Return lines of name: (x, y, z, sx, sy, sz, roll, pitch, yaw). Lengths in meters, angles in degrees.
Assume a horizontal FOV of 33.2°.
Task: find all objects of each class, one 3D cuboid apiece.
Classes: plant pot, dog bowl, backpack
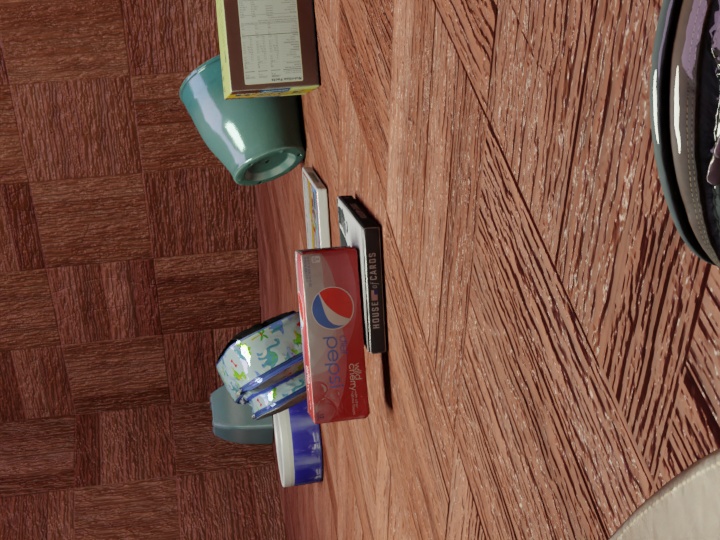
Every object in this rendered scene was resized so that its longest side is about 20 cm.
plant pot: (-0.189, -0.260, 2.110, 0.200, 0.200, 0.188, 107, 141, -70)
dog bowl: (-0.127, 0.328, 2.415, 0.200, 0.079, 0.200, 174, 90, -83)
plant pot: (-0.401, 0.475, 4.059, 0.196, 0.200, 0.196, 100, 161, -65)
backpack: (-0.135, 0.155, 2.025, 0.147, 0.183, 0.200, 59, 164, 9)

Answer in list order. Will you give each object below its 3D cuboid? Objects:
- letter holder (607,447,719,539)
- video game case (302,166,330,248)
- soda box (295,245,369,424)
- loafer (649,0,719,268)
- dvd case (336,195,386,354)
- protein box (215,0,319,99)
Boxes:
letter holder: (0.128, 0.071, 0.324, 0.200, 0.100, 0.142, 102, 163, -65)
video game case: (-0.070, -0.080, 1.936, 0.200, 0.017, 0.143, -122, 27, -73)
soda box: (-0.034, 0.074, 1.413, 0.063, 0.070, 0.200, -155, 59, -80)
loafer: (0.128, -0.081, 0.334, 0.063, 0.072, 0.200, -122, 28, -59)
dvd case: (0.000, 0.000, 1.465, 0.200, 0.025, 0.150, -125, 30, -73)
protein box: (-0.147, -0.371, 1.858, 0.199, 0.135, 0.200, -151, 56, -80)
